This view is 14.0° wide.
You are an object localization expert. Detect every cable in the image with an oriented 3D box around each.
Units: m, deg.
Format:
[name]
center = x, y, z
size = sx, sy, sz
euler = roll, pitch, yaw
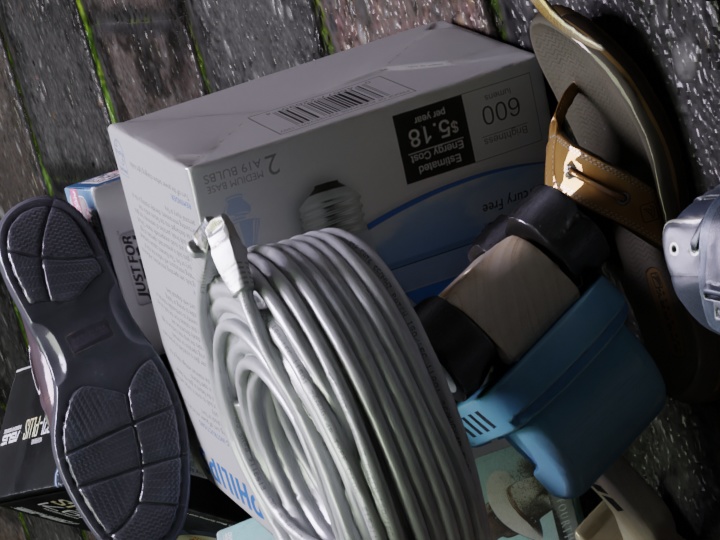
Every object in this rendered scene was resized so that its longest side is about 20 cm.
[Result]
[cable]
center = -0.009, 0.079, 1.337
size = 0.200, 0.069, 0.200
euler = 59, 162, 25

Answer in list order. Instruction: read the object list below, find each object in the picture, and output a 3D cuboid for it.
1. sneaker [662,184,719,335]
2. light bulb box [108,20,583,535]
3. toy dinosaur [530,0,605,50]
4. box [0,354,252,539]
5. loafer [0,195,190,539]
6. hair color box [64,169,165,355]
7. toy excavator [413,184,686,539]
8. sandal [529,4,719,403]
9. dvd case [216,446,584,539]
[sneaker]
center = 0.173, -0.044, 1.171
size = 0.146, 0.077, 0.202
euler = 28, 135, 59
[light bulb box]
center = 0.000, 0.000, 1.498
size = 0.125, 0.198, 0.200
euler = -148, 42, -64
[toy dinosaur]
center = 0.055, -0.187, 1.367
size = 0.101, 0.058, 0.200
euler = 153, 104, -78
[box]
center = -0.093, 0.115, 1.710
size = 0.164, 0.200, 0.086
euler = -16, 60, 61
[loafer]
center = -0.139, 0.059, 1.544
size = 0.063, 0.072, 0.200
euler = 113, 138, -75
[hair color box]
center = -0.051, -0.029, 1.605
size = 0.061, 0.200, 0.100
euler = 7, 114, 69
[toy excavator]
center = 0.102, 0.077, 1.393
size = 0.200, 0.100, 0.194
euler = 47, 164, -1
[sandal]
center = 0.117, -0.028, 1.370
size = 0.082, 0.055, 0.200
euler = -6, 102, 70
[dvd case]
center = 0.023, 0.159, 1.541
size = 0.146, 0.200, 0.022
euler = -100, -15, -48
